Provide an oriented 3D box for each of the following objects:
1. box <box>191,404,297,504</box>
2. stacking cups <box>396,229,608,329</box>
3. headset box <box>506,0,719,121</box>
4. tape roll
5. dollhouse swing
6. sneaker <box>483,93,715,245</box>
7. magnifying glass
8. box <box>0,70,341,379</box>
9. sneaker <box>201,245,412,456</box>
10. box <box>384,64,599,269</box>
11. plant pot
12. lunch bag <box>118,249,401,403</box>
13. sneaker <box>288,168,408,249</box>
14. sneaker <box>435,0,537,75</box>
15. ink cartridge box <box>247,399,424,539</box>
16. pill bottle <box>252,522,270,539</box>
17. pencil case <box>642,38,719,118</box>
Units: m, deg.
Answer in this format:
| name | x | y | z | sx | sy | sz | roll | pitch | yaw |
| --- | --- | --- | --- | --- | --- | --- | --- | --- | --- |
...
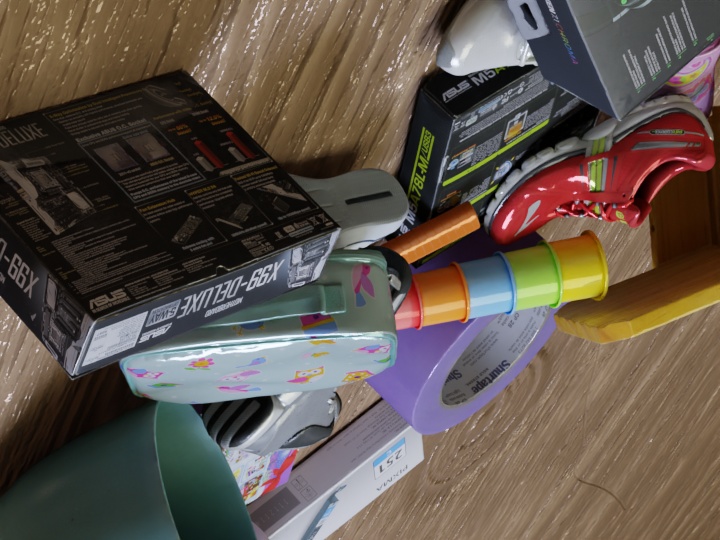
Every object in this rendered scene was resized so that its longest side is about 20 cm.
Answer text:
| name | x | y | z | sx | sy | sz | roll | pitch | yaw |
| --- | --- | --- | --- | --- | --- | --- | --- | --- | --- |
| box | -0.104 | 0.135 | 1.717 | 0.137 | 0.039 | 0.200 | -27 | 152 | -33 |
| stacking cups | 0.098 | 0.009 | 1.702 | 0.200 | 0.061 | 0.061 | -8 | 146 | -14 |
| headset box | 0.189 | -0.229 | 1.455 | 0.200 | 0.093 | 0.174 | -41 | 131 | -11 |
| tape roll | 0.091 | 0.043 | 1.835 | 0.200 | 0.085 | 0.200 | -38 | 158 | -19 |
| dollhouse swing | 0.257 | -0.042 | 1.770 | 0.176 | 0.182 | 0.200 | -6 | -175 | -10 |
| sneaker | 0.192 | -0.067 | 1.682 | 0.200 | 0.085 | 0.077 | -29 | 160 | 13 |
| magnifying glass | 0.000 | 0.000 | 1.630 | 0.200 | 0.022 | 0.080 | -25 | 136 | -4 |
| box | -0.136 | -0.034 | 1.245 | 0.200 | 0.158 | 0.050 | -23 | 149 | -43 |
| sneaker | -0.028 | 0.068 | 1.621 | 0.200 | 0.075 | 0.115 | -43 | 151 | 4 |
| box | 0.117 | -0.115 | 1.671 | 0.200 | 0.048 | 0.193 | -33 | 157 | -27 |
| plant pot | -0.180 | 0.211 | 1.545 | 0.161 | 0.201 | 0.201 | -22 | 159 | 10 |
| lunch bag | -0.069 | 0.035 | 1.448 | 0.200 | 0.077 | 0.160 | -7 | 164 | -2 |
| sneaker | -0.049 | -0.028 | 1.510 | 0.200 | 0.073 | 0.071 | -5 | 151 | -47 |
| sneaker | 0.142 | -0.184 | 1.551 | 0.200 | 0.080 | 0.070 | -26 | 153 | -33 |
| ink cartridge box | -0.027 | 0.224 | 2.004 | 0.200 | 0.045 | 0.176 | -37 | 155 | -16 |
| pill bottle | -0.167 | 0.298 | 1.806 | 0.200 | 0.114 | 0.114 | -26 | 151 | -37 |
| pencil case | 0.257 | -0.173 | 1.729 | 0.087 | 0.087 | 0.200 | -41 | 165 | -9 |
